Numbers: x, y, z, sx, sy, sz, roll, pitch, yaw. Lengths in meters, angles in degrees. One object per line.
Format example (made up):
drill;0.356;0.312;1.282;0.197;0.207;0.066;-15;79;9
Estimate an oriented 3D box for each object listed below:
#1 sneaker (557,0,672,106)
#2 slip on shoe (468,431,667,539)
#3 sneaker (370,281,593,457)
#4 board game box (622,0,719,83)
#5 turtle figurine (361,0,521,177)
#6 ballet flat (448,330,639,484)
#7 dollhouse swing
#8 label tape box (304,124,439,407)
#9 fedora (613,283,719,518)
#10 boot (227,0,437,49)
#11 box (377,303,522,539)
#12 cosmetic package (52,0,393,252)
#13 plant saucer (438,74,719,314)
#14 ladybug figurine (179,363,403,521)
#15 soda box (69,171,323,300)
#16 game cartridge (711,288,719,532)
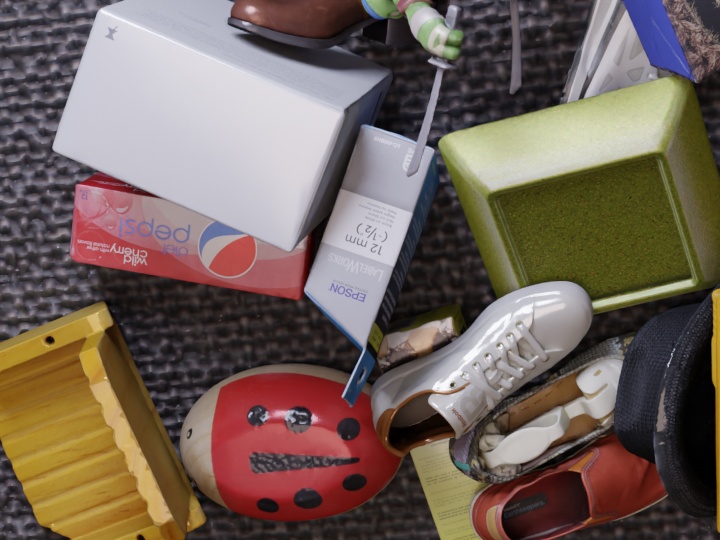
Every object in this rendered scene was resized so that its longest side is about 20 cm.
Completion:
sneaker;0.220;-0.146;1.600;0.115;0.076;0.201;18;103;8
slip on shoe;0.186;0.175;1.667;0.199;0.061;0.074;-18;98;-10
sneaker;0.099;0.086;1.617;0.200;0.085;0.073;-33;117;17
board game box;0.282;-0.256;1.503;0.200;0.097;0.160;-29;109;-6
turtle figurine;0.096;-0.204;1.508;0.194;0.144;0.200;-39;67;47
ballet flat;0.166;0.114;1.647;0.200;0.072;0.072;-28;97;-3
dollhouse swing;-0.235;0.152;1.707;0.181;0.176;0.200;-22;99;15
label tape box;0.000;0.000;1.611;0.066;0.143;0.200;21;85;6
fedora;0.261;0.091;1.615;0.091;0.200;0.201;10;108;44
boot;-0.013;-0.272;1.579;0.188;0.068;0.201;-4;107;-26
box;0.077;0.134;1.707;0.075;0.050;0.200;-18;99;14
cosmetic package;-0.101;-0.124;1.603;0.199;0.200;0.123;23;106;6
plant saucer;0.182;-0.037;1.603;0.199;0.048;0.200;-14;127;13
ladybug figurine;-0.058;0.148;1.725;0.199;0.072;0.136;-6;101;12
soda box;-0.134;-0.030;1.703;0.199;0.063;0.070;9;105;8
game cartridge;0.335;0.087;1.594;0.032;0.176;0.201;9;108;49
